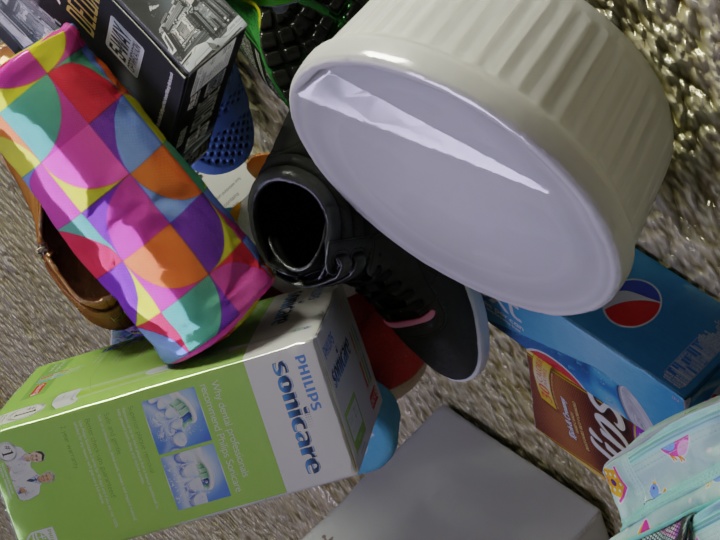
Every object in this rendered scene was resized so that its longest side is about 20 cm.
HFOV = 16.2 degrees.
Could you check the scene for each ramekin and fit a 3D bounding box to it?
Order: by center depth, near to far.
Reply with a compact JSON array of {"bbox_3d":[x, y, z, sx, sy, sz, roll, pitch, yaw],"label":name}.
[{"bbox_3d":[0.069,-0.075,1.300,0.202,0.094,0.203,30,159,13],"label":"ramekin"}]

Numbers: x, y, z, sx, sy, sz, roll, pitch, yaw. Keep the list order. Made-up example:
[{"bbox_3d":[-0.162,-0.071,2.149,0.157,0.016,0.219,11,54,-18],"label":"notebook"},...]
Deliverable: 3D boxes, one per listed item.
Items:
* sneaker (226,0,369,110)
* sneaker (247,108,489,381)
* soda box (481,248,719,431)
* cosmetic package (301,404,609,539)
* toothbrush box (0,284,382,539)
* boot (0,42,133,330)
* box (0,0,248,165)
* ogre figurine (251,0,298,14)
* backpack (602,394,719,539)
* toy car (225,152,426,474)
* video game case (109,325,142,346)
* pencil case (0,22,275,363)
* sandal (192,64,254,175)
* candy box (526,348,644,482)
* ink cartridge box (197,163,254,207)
[{"bbox_3d":[-0.040,-0.147,1.491,0.200,0.078,0.085,54,168,8],"label":"sneaker"},{"bbox_3d":[0.000,0.000,1.423,0.070,0.099,0.201,-13,116,38],"label":"sneaker"},{"bbox_3d":[0.131,0.021,1.445,0.200,0.064,0.068,36,158,32],"label":"soda box"},{"bbox_3d":[0.080,0.244,1.825,0.166,0.167,0.200,33,157,38],"label":"cosmetic package"},{"bbox_3d":[-0.098,0.085,1.452,0.146,0.199,0.087,-68,-40,-76],"label":"toothbrush box"},{"bbox_3d":[-0.179,-0.059,1.523,0.201,0.073,0.155,60,-179,5],"label":"boot"},{"bbox_3d":[-0.144,-0.142,1.431,0.158,0.050,0.200,46,161,5],"label":"box"},{"bbox_3d":[-0.065,-0.220,1.351,0.200,0.098,0.120,38,150,-7],"label":"ogre figurine"},{"bbox_3d":[0.230,0.127,1.278,0.200,0.175,0.154,-24,77,58],"label":"backpack"},{"bbox_3d":[-0.044,-0.011,1.562,0.176,0.185,0.201,4,131,5],"label":"toy car"},{"bbox_3d":[-0.076,0.036,1.783,0.199,0.024,0.182,3,158,-5],"label":"video game case"},{"bbox_3d":[-0.135,-0.043,1.397,0.200,0.088,0.088,51,160,-5],"label":"pencil case"},{"bbox_3d":[-0.115,-0.137,1.646,0.087,0.080,0.200,24,152,42],"label":"sandal"},{"bbox_3d":[0.189,0.105,1.499,0.200,0.056,0.117,39,160,28],"label":"candy box"},{"bbox_3d":[-0.146,-0.054,1.852,0.200,0.084,0.146,43,160,10],"label":"ink cartridge box"}]
